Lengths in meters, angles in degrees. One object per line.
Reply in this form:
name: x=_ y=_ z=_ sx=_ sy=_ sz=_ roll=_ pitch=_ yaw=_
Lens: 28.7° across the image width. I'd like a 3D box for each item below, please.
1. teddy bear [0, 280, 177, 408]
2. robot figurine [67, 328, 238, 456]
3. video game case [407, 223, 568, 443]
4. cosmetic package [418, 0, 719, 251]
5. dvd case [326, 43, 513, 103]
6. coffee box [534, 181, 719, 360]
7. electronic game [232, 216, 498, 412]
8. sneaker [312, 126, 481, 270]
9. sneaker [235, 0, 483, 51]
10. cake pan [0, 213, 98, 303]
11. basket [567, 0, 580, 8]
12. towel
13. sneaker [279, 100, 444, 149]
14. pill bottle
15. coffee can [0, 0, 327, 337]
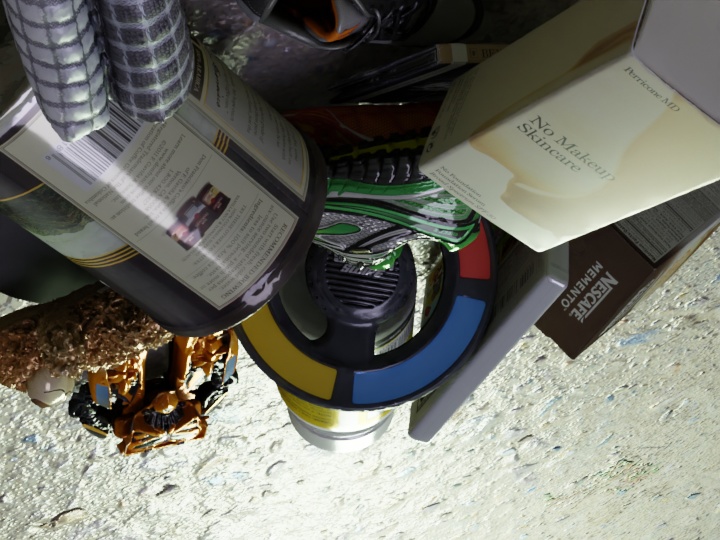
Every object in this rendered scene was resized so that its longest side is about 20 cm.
teddy bear: x=-0.163 y=0.039 z=0.942 sx=0.198 sy=0.067 sz=0.145 roll=-24 pitch=-168 yaw=-4
robot figurine: x=-0.161 y=0.083 z=1.121 sx=0.144 sy=0.059 sz=0.201 roll=-11 pitch=145 yaw=-18
video game case: x=0.099 y=0.009 z=1.080 sx=0.023 sy=0.183 sz=0.200 roll=24 pitch=131 yaw=-13
cosmetic package: x=0.131 y=-0.086 z=0.782 sx=0.105 sy=0.072 sz=0.200 roll=32 pitch=154 yaw=-18
dvd case: x=0.097 y=-0.132 z=0.940 sx=0.198 sy=0.016 sz=0.148 roll=-5 pitch=180 yaw=-28
coffee box: x=0.214 y=-0.025 z=1.114 sx=0.200 sy=0.080 sz=0.115 roll=-31 pitch=161 yaw=-48
electronic game: x=0.000 y=0.000 z=0.999 sx=0.198 sy=0.202 sz=0.042 roll=-21 pitch=-178 yaw=-4
sneaker: x=-0.017 y=-0.034 z=0.905 sx=0.198 sy=0.078 sz=0.086 roll=-6 pitch=111 yaw=16
sneaker: x=-0.003 y=-0.161 z=0.849 sx=0.199 sy=0.080 sz=0.074 roll=4 pitch=137 yaw=-39
cake pan: x=-0.182 y=-0.044 z=0.942 sx=0.198 sy=0.037 sz=0.201 roll=-17 pitch=147 yaw=-11
basket: x=0.210 y=-0.229 z=0.809 sx=0.198 sy=0.162 sz=0.199 roll=-21 pitch=148 yaw=-2
towel: x=-0.132 y=-0.184 z=0.617 sx=0.085 sy=0.201 sz=0.166 roll=-16 pitch=146 yaw=-9
sneaker: x=0.022 y=-0.082 z=0.962 sx=0.198 sy=0.077 sz=0.074 roll=3 pitch=114 yaw=6
pill bottle: x=-0.015 y=0.059 z=1.130 sx=0.113 sy=0.115 sz=0.201 roll=-16 pitch=147 yaw=-13
coffee can: x=-0.134 y=-0.073 z=0.789 sx=0.146 sy=0.147 sz=0.200 roll=-35 pitch=133 yaw=17
